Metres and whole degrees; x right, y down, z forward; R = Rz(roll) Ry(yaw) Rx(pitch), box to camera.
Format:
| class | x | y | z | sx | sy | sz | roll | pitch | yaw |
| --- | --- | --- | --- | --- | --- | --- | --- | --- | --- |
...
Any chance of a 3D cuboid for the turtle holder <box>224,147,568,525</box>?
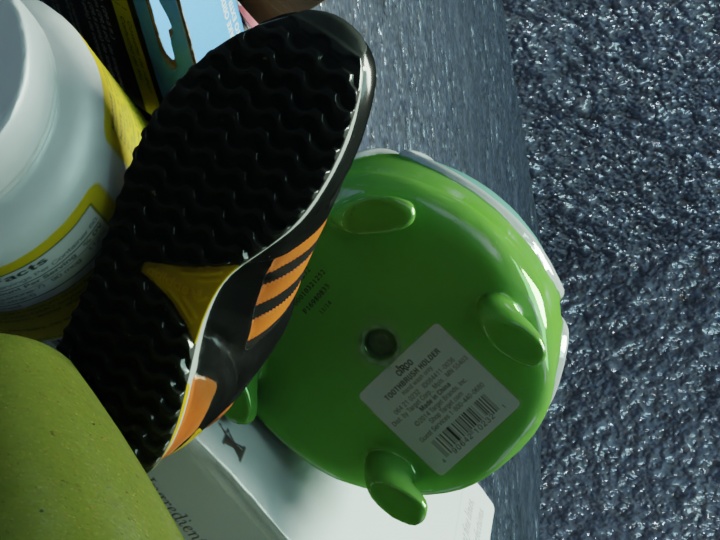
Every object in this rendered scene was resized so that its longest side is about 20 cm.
| class | x | y | z | sx | sy | sz | roll | pitch | yaw |
| --- | --- | --- | --- | --- | --- | --- | --- | --- | --- |
| turtle holder | 0.001 | 0.011 | 0.944 | 0.132 | 0.185 | 0.141 | -55 | 160 | -67 |

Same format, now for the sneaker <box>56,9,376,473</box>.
| class | x | y | z | sx | sy | sz | roll | pitch | yaw |
| --- | --- | --- | --- | --- | --- | --- | --- | --- | --- |
| sneaker | -0.049 | -0.015 | 0.830 | 0.200 | 0.070 | 0.090 | -60 | 166 | 19 |

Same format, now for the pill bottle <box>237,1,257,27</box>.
| class | x | y | z | sx | sy | sz | roll | pitch | yaw |
| --- | --- | --- | --- | --- | --- | --- | --- | --- | --- |
| pill bottle | -0.094 | -0.202 | 1.168 | 0.110 | 0.109 | 0.200 | -54 | 140 | -75 |

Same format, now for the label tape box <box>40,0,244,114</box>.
| class | x | y | z | sx | sy | sz | roll | pitch | yaw |
| --- | --- | --- | --- | --- | --- | --- | --- | --- | --- |
| label tape box | -0.103 | -0.148 | 0.894 | 0.200 | 0.063 | 0.144 | 36 | -29 | 40 |

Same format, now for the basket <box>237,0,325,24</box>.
| class | x | y | z | sx | sy | sz | roll | pitch | yaw |
| --- | --- | --- | --- | --- | --- | --- | --- | --- | --- |
| basket | -0.059 | -0.229 | 1.047 | 0.200 | 0.136 | 0.180 | 55 | 50 | -13 |

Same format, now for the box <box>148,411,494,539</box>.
| class | x | y | z | sx | sy | sz | roll | pitch | yaw |
| --- | --- | --- | --- | --- | --- | --- | --- | --- | --- |
| box | -0.050 | 0.123 | 1.015 | 0.200 | 0.131 | 0.199 | 50 | 22 | -16 |

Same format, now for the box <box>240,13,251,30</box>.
| class | x | y | z | sx | sy | sz | roll | pitch | yaw |
| --- | --- | --- | --- | --- | --- | --- | --- | --- | --- |
| box | -0.035 | -0.052 | 1.061 | 0.200 | 0.039 | 0.137 | 53 | 9 | -23 |

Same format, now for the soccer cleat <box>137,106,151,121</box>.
| class | x | y | z | sx | sy | sz | roll | pitch | yaw |
| --- | --- | --- | --- | --- | --- | --- | --- | --- | --- |
| soccer cleat | -0.127 | -0.071 | 1.091 | 0.200 | 0.086 | 0.070 | 50 | 57 | -37 |

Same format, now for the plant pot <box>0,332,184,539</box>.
| class | x | y | z | sx | sy | sz | roll | pitch | yaw |
| --- | --- | --- | --- | --- | --- | --- | --- | --- | --- |
| plant pot | -0.126 | 0.128 | 0.740 | 0.187 | 0.187 | 0.200 | 72 | 1 | -54 |

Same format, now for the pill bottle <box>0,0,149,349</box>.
| class | x | y | z | sx | sy | sz | roll | pitch | yaw |
| --- | --- | --- | --- | --- | --- | --- | --- | --- | --- |
| pill bottle | -0.140 | -0.040 | 0.833 | 0.200 | 0.114 | 0.114 | 59 | 29 | -70 |
